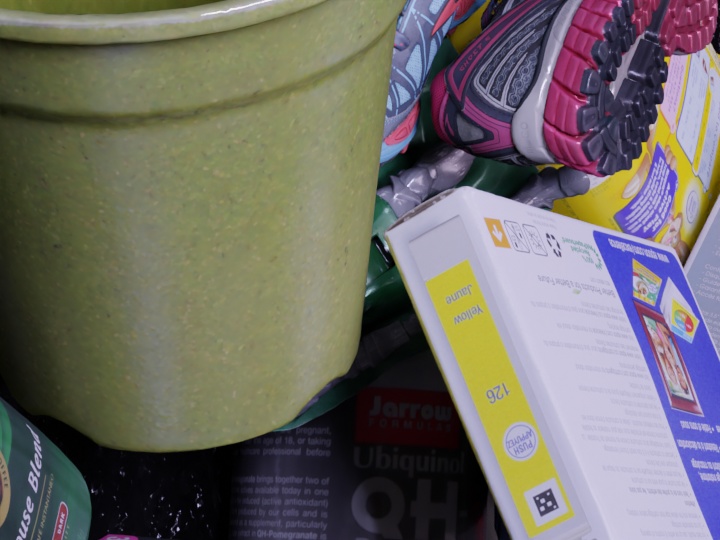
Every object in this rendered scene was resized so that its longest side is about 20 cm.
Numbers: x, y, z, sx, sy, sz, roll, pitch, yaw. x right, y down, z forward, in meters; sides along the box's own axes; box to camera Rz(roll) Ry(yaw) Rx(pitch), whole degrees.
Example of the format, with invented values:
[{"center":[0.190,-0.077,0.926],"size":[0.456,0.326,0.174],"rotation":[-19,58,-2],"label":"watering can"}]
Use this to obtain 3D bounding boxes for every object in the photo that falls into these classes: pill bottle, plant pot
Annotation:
[{"center":[0.000,0.086,1.035],"size":[0.111,0.110,0.202],"rotation":[15,76,-65],"label":"pill bottle"},{"center":[-0.067,-0.050,0.825],"size":[0.201,0.199,0.185],"rotation":[-57,151,-50],"label":"plant pot"}]

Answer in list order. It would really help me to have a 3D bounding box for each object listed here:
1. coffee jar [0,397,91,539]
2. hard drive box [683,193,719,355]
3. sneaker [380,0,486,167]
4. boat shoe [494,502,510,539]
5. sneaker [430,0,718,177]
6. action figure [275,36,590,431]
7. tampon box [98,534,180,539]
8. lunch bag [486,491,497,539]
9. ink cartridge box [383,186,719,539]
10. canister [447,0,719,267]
[{"center":[-0.159,0.051,0.717],"size":[0.200,0.085,0.105],"rotation":[57,40,-49],"label":"coffee jar"},{"center":[0.193,0.056,1.161],"size":[0.201,0.076,0.156],"rotation":[-60,151,-21],"label":"hard drive box"},{"center":[0.009,-0.122,0.961],"size":[0.096,0.079,0.200],"rotation":[109,7,-45],"label":"sneaker"},{"center":[0.093,0.058,1.056],"size":[0.200,0.072,0.073],"rotation":[-84,178,-61],"label":"boat shoe"},{"center":[0.093,-0.111,0.984],"size":[0.200,0.074,0.081],"rotation":[-52,138,-48],"label":"sneaker"},{"center":[0.000,0.000,0.965],"size":[0.200,0.055,0.118],"rotation":[-36,86,-26],"label":"action figure"},{"center":[-0.033,0.175,0.855],"size":[0.150,0.199,0.127],"rotation":[-23,111,-64],"label":"tampon box"},{"center":[0.071,0.166,1.182],"size":[0.201,0.117,0.165],"rotation":[70,27,-46],"label":"lunch bag"},{"center":[0.102,0.076,0.900],"size":[0.197,0.047,0.201],"rotation":[14,53,-62],"label":"ink cartridge box"},{"center":[0.112,-0.075,1.139],"size":[0.200,0.086,0.150],"rotation":[48,50,-55],"label":"canister"}]
